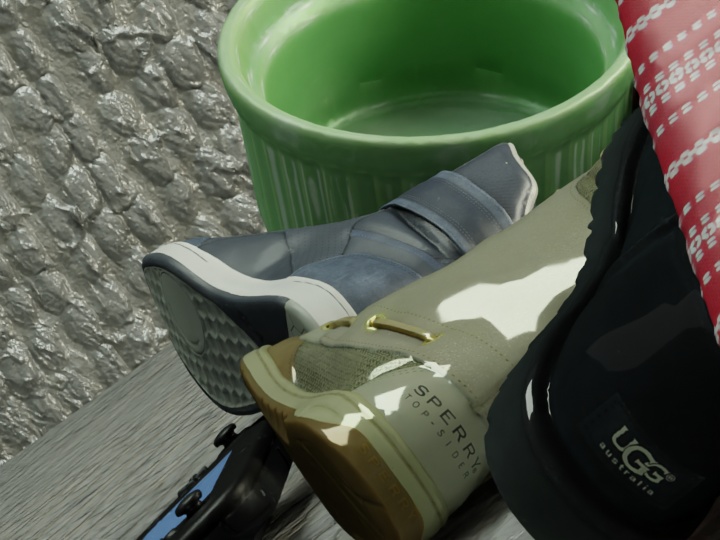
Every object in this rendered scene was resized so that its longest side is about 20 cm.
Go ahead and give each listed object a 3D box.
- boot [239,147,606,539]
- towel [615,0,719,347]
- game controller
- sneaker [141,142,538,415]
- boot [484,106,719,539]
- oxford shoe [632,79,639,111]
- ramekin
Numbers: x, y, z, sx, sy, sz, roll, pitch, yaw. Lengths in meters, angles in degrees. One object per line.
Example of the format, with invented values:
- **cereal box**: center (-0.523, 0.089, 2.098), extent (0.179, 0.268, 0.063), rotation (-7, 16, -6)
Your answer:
- **boot**: center (0.043, 0.021, 0.930), extent (0.154, 0.072, 0.200), rotation (-37, 9, -7)
- **towel**: center (0.120, -0.043, 0.524), extent (0.144, 0.022, 0.201), rotation (-36, 39, 22)
- **game controller**: center (-0.072, 0.109, 1.131), extent (0.104, 0.042, 0.200), rotation (-36, 3, 5)
- **sneaker**: center (0.001, 0.002, 1.202), extent (0.146, 0.077, 0.202), rotation (-29, 20, -23)
- **boot**: center (0.125, -0.026, 0.650), extent (0.168, 0.076, 0.200), rotation (-38, 8, 37)
- **oxford shoe**: center (0.190, -0.096, 1.261), extent (0.074, 0.071, 0.200), rotation (-2, -20, -28)
- **ramekin**: center (0.036, -0.073, 1.314), extent (0.198, 0.098, 0.201), rotation (-4, 35, 3)
